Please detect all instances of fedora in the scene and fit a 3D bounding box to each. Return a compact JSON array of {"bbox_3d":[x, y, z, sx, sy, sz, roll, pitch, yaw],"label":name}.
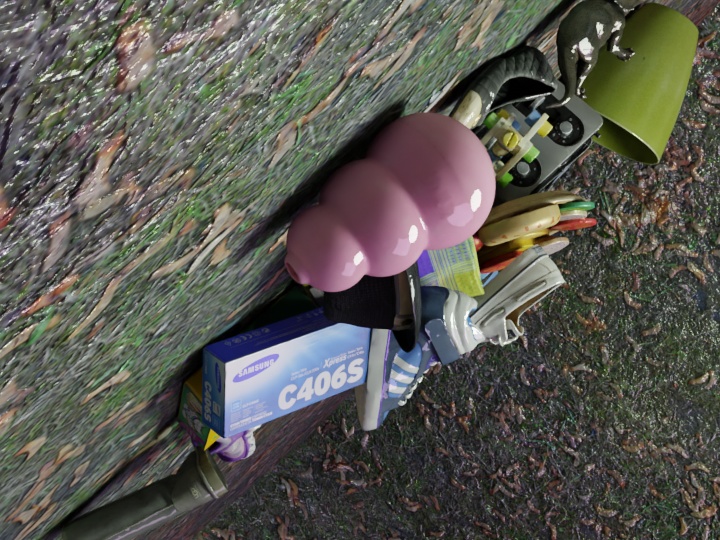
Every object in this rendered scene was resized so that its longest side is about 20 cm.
[{"bbox_3d":[0.000,0.000,1.232,0.092,0.201,0.201,-10,167,-8],"label":"fedora"}]

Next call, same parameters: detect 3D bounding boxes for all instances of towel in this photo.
[{"bbox_3d":[0.041,0.016,1.392,0.200,0.023,0.144,-17,143,1],"label":"towel"}]

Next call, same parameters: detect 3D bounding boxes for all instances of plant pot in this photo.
[{"bbox_3d":[0.415,-0.293,1.806,0.200,0.187,0.187,-59,173,-1],"label":"plant pot"}]

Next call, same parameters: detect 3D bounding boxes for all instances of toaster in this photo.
[{"bbox_3d":[0.201,-0.141,1.570,0.181,0.119,0.200,-42,172,-16],"label":"toaster"}]

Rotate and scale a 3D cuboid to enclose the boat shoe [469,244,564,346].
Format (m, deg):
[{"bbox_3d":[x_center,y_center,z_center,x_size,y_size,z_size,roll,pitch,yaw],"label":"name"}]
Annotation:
[{"bbox_3d":[0.167,0.058,1.469,0.200,0.070,0.071,-44,164,19],"label":"boat shoe"}]

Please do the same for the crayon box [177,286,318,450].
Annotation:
[{"bbox_3d":[-0.132,0.120,1.419,0.173,0.058,0.200,-42,173,-20],"label":"crayon box"}]

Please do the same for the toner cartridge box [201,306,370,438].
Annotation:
[{"bbox_3d":[-0.078,0.104,1.309,0.200,0.043,0.095,-18,123,-37],"label":"toner cartridge box"}]

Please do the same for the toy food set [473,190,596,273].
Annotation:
[{"bbox_3d":[0.194,-0.044,1.476,0.198,0.049,0.200,-7,162,-41],"label":"toy food set"}]

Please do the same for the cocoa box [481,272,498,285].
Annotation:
[{"bbox_3d":[0.156,-0.027,1.931,0.131,0.133,0.200,-50,171,37],"label":"cocoa box"}]

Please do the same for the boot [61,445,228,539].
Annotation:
[{"bbox_3d":[-0.265,0.292,1.485,0.200,0.073,0.182,-32,177,-7],"label":"boot"}]

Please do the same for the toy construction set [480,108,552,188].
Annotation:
[{"bbox_3d":[0.134,-0.117,1.376,0.131,0.092,0.200,-46,168,36],"label":"toy construction set"}]

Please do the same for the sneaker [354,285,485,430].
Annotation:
[{"bbox_3d":[0.074,0.106,1.412,0.081,0.146,0.200,-106,-161,-54],"label":"sneaker"}]

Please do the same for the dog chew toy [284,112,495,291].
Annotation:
[{"bbox_3d":[0.021,-0.053,1.058,0.200,0.125,0.125,-34,170,-17],"label":"dog chew toy"}]

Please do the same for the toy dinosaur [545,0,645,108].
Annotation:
[{"bbox_3d":[0.246,-0.256,1.310,0.200,0.077,0.102,-41,136,-18],"label":"toy dinosaur"}]

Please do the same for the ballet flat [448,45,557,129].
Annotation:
[{"bbox_3d":[0.151,-0.186,1.255,0.200,0.057,0.066,-37,170,-47],"label":"ballet flat"}]

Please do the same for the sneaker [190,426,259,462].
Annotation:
[{"bbox_3d":[-0.191,0.218,1.626,0.088,0.081,0.200,-34,165,-23],"label":"sneaker"}]
